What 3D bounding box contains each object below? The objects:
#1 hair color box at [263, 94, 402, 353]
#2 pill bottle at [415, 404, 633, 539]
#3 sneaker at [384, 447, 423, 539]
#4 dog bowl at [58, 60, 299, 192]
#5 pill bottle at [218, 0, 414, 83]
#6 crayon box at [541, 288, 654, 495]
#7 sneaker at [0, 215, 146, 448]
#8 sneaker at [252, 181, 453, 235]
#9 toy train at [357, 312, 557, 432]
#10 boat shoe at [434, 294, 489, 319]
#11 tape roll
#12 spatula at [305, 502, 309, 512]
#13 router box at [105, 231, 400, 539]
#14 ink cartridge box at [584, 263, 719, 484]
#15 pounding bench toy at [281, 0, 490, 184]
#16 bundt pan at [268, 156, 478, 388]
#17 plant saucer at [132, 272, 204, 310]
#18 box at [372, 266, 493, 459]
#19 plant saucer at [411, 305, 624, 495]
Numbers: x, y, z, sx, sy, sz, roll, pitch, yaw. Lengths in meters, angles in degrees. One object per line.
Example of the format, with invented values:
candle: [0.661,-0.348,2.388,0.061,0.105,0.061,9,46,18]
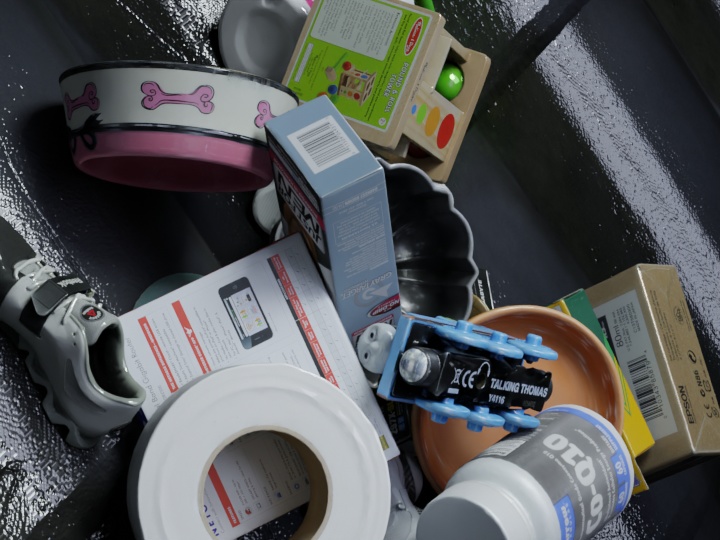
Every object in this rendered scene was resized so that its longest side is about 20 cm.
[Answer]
hair color box: [-0.020,-0.033,1.640,0.099,0.060,0.201,53,-18,37]
pill bottle: [0.137,0.196,1.678,0.199,0.113,0.115,-27,90,-52]
sneaker: [0.001,0.192,1.712,0.115,0.075,0.200,41,16,-20]
dog bowl: [-0.151,-0.114,1.653,0.199,0.199,0.075,12,80,-47]
pill bottle: [-0.037,-0.236,1.922,0.200,0.113,0.114,-29,92,-54]
crayon box: [0.203,0.135,1.981,0.051,0.125,0.201,-21,86,-54]
sneaker: [-0.229,0.033,1.549,0.201,0.088,0.074,58,38,-5]
sneaker: [-0.025,-0.072,1.893,0.199,0.118,0.074,-2,113,-27]
toy train: [0.079,0.081,1.664,0.199,0.114,0.088,12,94,-52]
boat shoe: [0.126,0.116,1.866,0.066,0.073,0.202,-6,80,-78]
tape roll: [-0.080,0.173,1.554,0.200,0.071,0.205,1,87,-14]
spatula: [0.013,0.276,1.748,0.057,0.021,0.201,-43,101,-29]
router box: [-0.090,0.096,1.620,0.178,0.049,0.202,-24,91,-14]
ink cartridge box: [0.267,0.115,2.037,0.075,0.164,0.202,2,67,-47]
pounding bench toy: [0.039,-0.202,1.822,0.156,0.123,0.202,25,86,-64]
bundt pan: [0.000,0.000,1.799,0.200,0.076,0.204,-1,93,-22]
plant saucer: [-0.111,0.090,1.697,0.200,0.039,0.203,29,49,-39]
box: [0.071,0.082,1.917,0.159,0.049,0.202,13,59,-43]
plant saucer: [0.138,0.129,1.798,0.198,0.037,0.202,-2,97,-15]
